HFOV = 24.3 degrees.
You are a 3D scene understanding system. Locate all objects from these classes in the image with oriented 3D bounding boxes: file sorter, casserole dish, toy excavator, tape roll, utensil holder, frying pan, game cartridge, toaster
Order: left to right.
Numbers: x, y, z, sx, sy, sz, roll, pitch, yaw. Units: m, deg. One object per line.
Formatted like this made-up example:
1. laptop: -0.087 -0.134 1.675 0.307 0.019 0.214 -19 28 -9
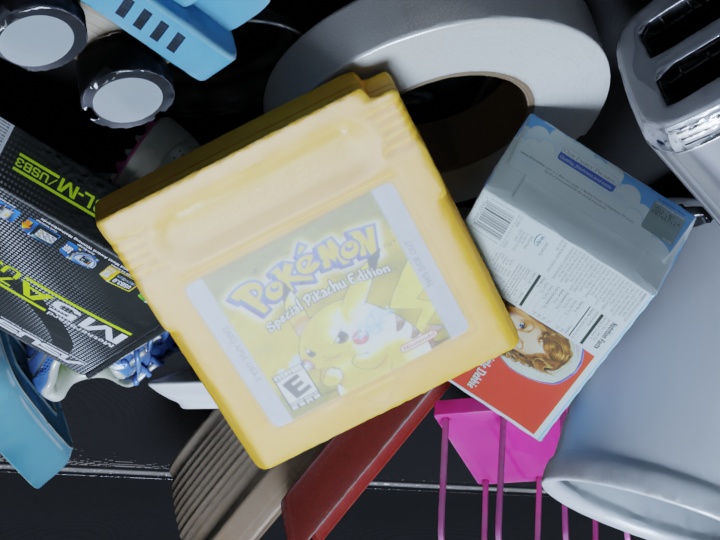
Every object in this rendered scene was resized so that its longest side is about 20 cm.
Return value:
1. casserole dish: -0.254 0.079 1.206 0.039 0.122 0.200 -23 151 -2
2. toy excavator: -0.064 -0.159 0.823 0.199 0.101 0.194 -29 145 24
3. frying pan: -0.045 -0.122 0.940 0.188 0.031 0.115 -7 161 -9
4. game cartridge: -0.025 0.003 0.931 0.175 0.033 0.201 -27 126 5
5. tape roll: 0.045 -0.098 0.962 0.201 0.037 0.203 -11 153 -6
6. file sorter: 0.167 0.177 1.277 0.198 0.126 0.139 -6 150 18
7. utensil holder: 0.230 0.075 1.116 0.169 0.201 0.170 19 166 5
8. toaster: 0.229 -0.105 0.917 0.199 0.114 0.129 -30 139 25

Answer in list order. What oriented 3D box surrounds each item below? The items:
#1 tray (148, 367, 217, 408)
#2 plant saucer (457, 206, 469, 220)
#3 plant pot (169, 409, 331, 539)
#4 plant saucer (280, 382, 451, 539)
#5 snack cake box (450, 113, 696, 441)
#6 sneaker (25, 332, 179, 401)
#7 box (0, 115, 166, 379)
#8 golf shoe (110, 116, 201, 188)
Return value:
1. tray: -0.078 0.082 1.219 0.106 0.022 0.200 -2 -179 9
2. plant saucer: 0.000 0.000 1.127 0.199 0.051 0.200 -19 157 -8
3. plant pot: -0.088 0.152 1.335 0.093 0.201 0.201 40 146 5
4. plant saucer: 0.009 0.123 1.246 0.037 0.200 0.200 39 175 6
5. snack cake box: 0.107 0.010 1.013 0.115 0.067 0.200 32 148 4
6. sneaker: -0.147 0.042 1.185 0.198 0.078 0.076 -15 148 16
7. box: -0.206 -0.018 1.003 0.199 0.048 0.193 32 149 -19
8. golf shoe: -0.086 -0.022 1.036 0.091 0.076 0.200 29 172 19
